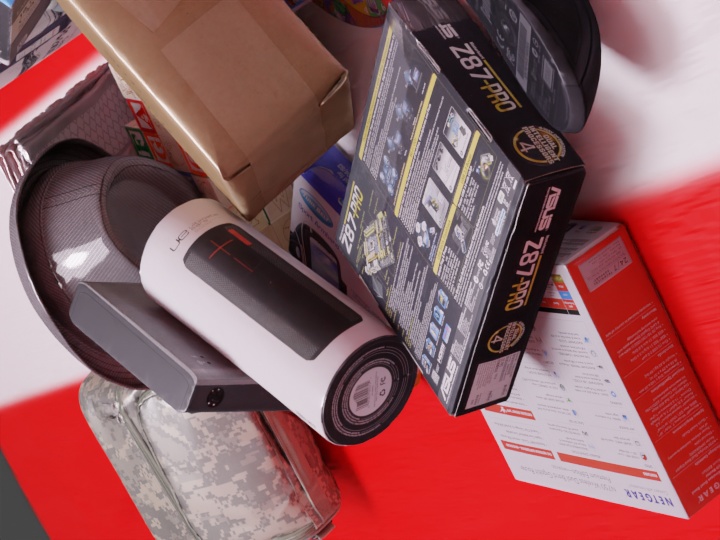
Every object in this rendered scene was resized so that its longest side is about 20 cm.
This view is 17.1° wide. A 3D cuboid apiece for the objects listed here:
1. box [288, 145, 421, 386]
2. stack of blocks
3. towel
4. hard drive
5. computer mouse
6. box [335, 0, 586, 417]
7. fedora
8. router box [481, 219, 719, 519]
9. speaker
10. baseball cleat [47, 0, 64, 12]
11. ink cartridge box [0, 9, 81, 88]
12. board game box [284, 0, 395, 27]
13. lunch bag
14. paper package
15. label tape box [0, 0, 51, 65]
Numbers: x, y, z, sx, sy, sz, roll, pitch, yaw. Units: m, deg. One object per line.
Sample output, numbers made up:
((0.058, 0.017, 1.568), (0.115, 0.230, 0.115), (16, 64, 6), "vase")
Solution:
((0.000, 0.000, 1.687), (0.119, 0.041, 0.201), (47, 153, 22), "box")
((-0.121, -0.101, 1.764), (0.115, 0.058, 0.201), (16, 135, 57), "stack of blocks")
((-0.185, -0.048, 1.832), (0.032, 0.200, 0.192), (-18, 108, 27), "towel")
((-0.082, 0.052, 1.642), (0.139, 0.199, 0.033), (35, 112, 39), "hard drive")
((0.081, -0.178, 1.277), (0.201, 0.046, 0.141), (57, 165, 30), "computer mouse")
((0.053, -0.038, 1.421), (0.161, 0.049, 0.201), (54, 147, 34), "box")
((-0.159, -0.014, 1.727), (0.090, 0.178, 0.200), (-17, 135, 32), "fedora")
((0.127, 0.055, 1.490), (0.200, 0.049, 0.180), (7, 127, 61), "router box")
((-0.056, 0.031, 1.548), (0.200, 0.081, 0.082), (36, 151, 39), "speaker")
((-0.175, -0.261, 1.659), (0.070, 0.106, 0.200), (-97, 27, -42), "baseball cleat")
((-0.276, -0.189, 1.775), (0.085, 0.200, 0.145), (53, 158, -2), "ink cartridge box")
((-0.048, -0.228, 1.465), (0.201, 0.039, 0.158), (59, 158, -10), "board game box")
((-0.114, 0.133, 1.986), (0.167, 0.139, 0.201), (-4, 120, 46), "lunch bag")
((-0.105, -0.148, 1.532), (0.200, 0.103, 0.191), (48, 177, 6), "paper package")
((-0.272, -0.224, 1.565), (0.144, 0.064, 0.200), (33, 165, -1), "label tape box")
